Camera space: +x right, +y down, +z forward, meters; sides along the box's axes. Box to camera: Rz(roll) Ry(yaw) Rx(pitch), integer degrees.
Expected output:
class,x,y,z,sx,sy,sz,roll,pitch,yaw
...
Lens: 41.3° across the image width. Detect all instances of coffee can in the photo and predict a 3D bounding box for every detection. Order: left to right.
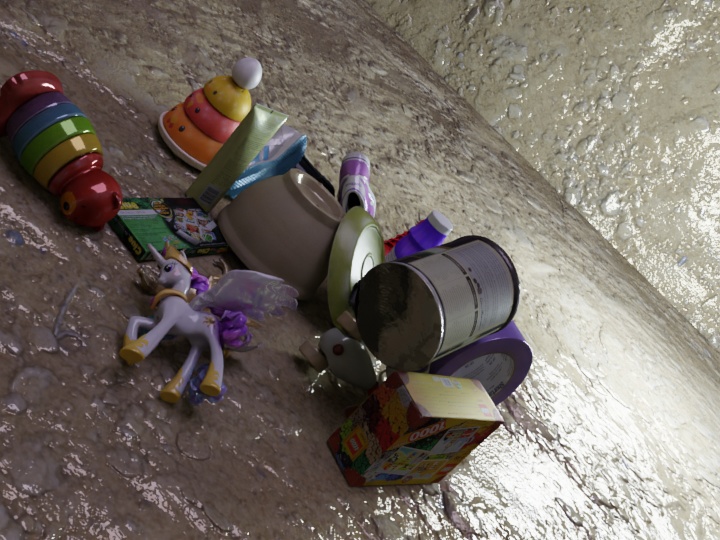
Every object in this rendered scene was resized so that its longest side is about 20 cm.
class,x,y,z,sx,sy,sz,roll,pitch,yaw
coffee can,0.109,0.041,1.314,0.199,0.147,0.147,-17,61,-49

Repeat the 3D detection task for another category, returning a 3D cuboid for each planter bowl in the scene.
class,x,y,z,sx,sy,sz,roll,pitch,yaw
planter bowl,-0.106,-0.072,1.502,0.200,0.135,0.201,40,17,-15

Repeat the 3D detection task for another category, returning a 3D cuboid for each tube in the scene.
class,x,y,z,sx,sy,sz,roll,pitch,yaw
tube,-0.195,-0.177,1.483,0.052,0.200,0.058,39,24,-11

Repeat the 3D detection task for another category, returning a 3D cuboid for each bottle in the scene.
class,x,y,z,sx,sy,sz,roll,pitch,yaw
bottle,0.079,-0.016,1.641,0.065,0.200,0.084,36,22,-11

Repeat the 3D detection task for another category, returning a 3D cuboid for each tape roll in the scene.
class,x,y,z,sx,sy,sz,roll,pitch,yaw
tape roll,0.165,0.145,1.499,0.199,0.200,0.085,18,31,-43

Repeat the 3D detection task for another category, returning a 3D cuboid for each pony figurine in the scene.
class,x,y,z,sx,sy,sz,roll,pitch,yaw
pony figurine,-0.193,0.066,1.165,0.191,0.167,0.202,26,42,-16

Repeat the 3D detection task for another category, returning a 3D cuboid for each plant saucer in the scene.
class,x,y,z,sx,sy,sz,roll,pitch,yaw
plant saucer,0.000,0.000,1.521,0.031,0.203,0.200,7,14,20

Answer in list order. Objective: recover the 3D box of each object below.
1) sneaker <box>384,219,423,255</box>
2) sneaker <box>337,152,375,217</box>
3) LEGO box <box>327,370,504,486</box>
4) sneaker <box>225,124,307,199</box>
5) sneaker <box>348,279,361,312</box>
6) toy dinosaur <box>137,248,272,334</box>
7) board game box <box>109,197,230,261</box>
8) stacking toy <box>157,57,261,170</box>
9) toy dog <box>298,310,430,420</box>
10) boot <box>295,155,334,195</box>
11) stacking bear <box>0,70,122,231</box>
class,x,y,z,sx,sy,sz,roll,pitch,yaw
sneaker,0.070,-0.054,1.801,0.079,0.116,0.199,49,24,17
sneaker,-0.012,-0.112,1.770,0.201,0.071,0.116,78,11,-58
LEGO box,0.077,0.218,1.299,0.199,0.149,0.078,12,37,-48
sneaker,-0.179,-0.188,1.649,0.080,0.077,0.200,30,46,19
sneaker,0.026,0.042,1.462,0.080,0.075,0.200,24,1,2
toy dinosaur,-0.214,0.034,1.297,0.198,0.058,0.102,24,43,-20
board game box,-0.278,-0.063,1.380,0.105,0.023,0.199,52,24,15
stacking toy,-0.232,-0.277,1.595,0.145,0.200,0.147,34,24,-17
toy dog,0.006,0.149,1.360,0.198,0.133,0.096,29,2,-8
boot,-0.120,-0.149,1.722,0.198,0.073,0.163,39,23,-17
stacking bear,-0.388,-0.146,1.252,0.201,0.121,0.113,54,31,4
